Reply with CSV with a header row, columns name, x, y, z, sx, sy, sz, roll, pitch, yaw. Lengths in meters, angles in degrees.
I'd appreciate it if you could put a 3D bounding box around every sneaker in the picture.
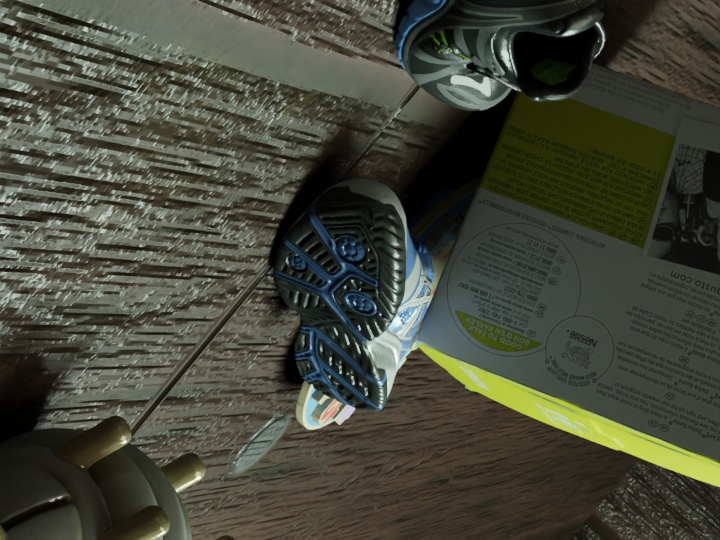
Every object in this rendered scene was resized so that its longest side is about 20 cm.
name,x,y,z,sx,sy,sz,roll,pitch,yaw
sneaker,0.000,0.000,1.299,0.077,0.076,0.200,-60,169,-27
sneaker,0.070,-0.110,1.125,0.071,0.083,0.200,-30,174,-14

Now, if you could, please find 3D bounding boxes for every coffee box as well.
name,x,y,z,sx,sy,sz,roll,pitch,yaw
coffee box,0.172,0.006,1.422,0.200,0.200,0.198,40,72,-75

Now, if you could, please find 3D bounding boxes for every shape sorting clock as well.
name,x,y,z,sx,sy,sz,roll,pitch,yaw
shape sorting clock,0.028,0.023,1.482,0.200,0.039,0.200,-44,165,-14

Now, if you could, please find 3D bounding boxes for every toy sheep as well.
name,x,y,z,sx,sy,sz,roll,pitch,yaw
toy sheep,-0.142,0.135,1.118,0.138,0.138,0.200,-47,151,0
